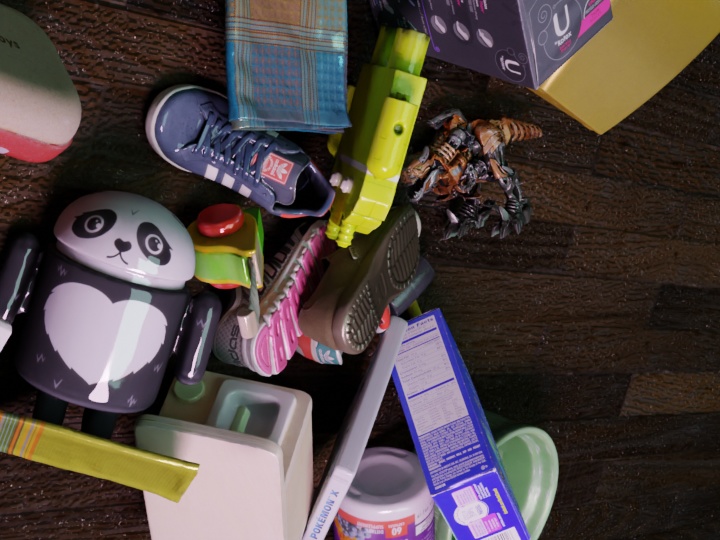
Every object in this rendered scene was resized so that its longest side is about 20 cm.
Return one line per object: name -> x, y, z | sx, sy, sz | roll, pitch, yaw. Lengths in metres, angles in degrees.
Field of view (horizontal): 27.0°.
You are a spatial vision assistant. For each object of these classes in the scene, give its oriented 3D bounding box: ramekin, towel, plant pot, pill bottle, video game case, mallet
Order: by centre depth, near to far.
towel -> -0.230, 0.144, 1.187 | 0.197, 0.086, 0.018 | 17, 66, -10
towel -> -0.061, -0.219, 1.284 | 0.146, 0.022, 0.203 | -5, 95, -49
video game case -> -0.013, 0.170, 1.453 | 0.183, 0.022, 0.201 | 113, -1, -45
plant pot -> 0.218, -0.258, 1.504 | 0.199, 0.200, 0.178 | 25, 101, -51
mallet -> 0.071, 0.054, 1.610 | 0.066, 0.041, 0.200 | -51, 143, -13
pill bottle -> 0.026, 0.302, 1.620 | 0.111, 0.111, 0.202 | -28, 128, -37
ramekin -> 0.130, 0.255, 1.726 | 0.199, 0.097, 0.203 | -25, 126, -40

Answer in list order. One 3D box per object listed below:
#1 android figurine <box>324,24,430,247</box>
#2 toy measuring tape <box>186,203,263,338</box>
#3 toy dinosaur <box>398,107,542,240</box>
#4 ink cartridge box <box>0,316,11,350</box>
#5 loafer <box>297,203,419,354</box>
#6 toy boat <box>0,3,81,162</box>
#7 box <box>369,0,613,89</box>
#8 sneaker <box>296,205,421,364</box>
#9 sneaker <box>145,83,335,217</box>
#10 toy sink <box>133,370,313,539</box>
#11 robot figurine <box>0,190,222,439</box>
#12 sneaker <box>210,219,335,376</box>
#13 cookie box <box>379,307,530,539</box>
android figurine -> 0.010, -0.120, 1.349 | 0.041, 0.182, 0.202 | 16, 98, -16
toy measuring tape -> -0.118, -0.001, 1.275 | 0.072, 0.201, 0.074 | -1, 121, -2
toy dinosaur -> 0.123, -0.108, 1.543 | 0.198, 0.102, 0.137 | -22, 105, -18
ink cartridge box -> -0.358, 0.015, 1.006 | 0.199, 0.146, 0.084 | 33, 86, -50
loafer -> 0.000, 0.000, 1.384 | 0.200, 0.067, 0.077 | -54, 142, -51
toy boat -> -0.302, -0.122, 1.043 | 0.131, 0.131, 0.199 | -44, 146, 21
box -> 0.111, -0.260, 1.361 | 0.122, 0.199, 0.107 | -42, 135, -25
sneaker -> 0.011, 0.020, 1.473 | 0.200, 0.093, 0.071 | -44, 136, -25
sneaker -> -0.095, -0.099, 1.294 | 0.199, 0.084, 0.076 | 23, 92, -47
toy sink -> -0.114, 0.166, 1.323 | 0.202, 0.129, 0.113 | 89, 14, -46
robot figurine -> -0.206, 0.037, 1.207 | 0.149, 0.124, 0.202 | 10, 102, -50
sneaker -> -0.085, 0.018, 1.384 | 0.201, 0.086, 0.074 | -61, 145, -45
cookie box -> 0.097, 0.171, 1.551 | 0.074, 0.202, 0.172 | -21, 142, 5
